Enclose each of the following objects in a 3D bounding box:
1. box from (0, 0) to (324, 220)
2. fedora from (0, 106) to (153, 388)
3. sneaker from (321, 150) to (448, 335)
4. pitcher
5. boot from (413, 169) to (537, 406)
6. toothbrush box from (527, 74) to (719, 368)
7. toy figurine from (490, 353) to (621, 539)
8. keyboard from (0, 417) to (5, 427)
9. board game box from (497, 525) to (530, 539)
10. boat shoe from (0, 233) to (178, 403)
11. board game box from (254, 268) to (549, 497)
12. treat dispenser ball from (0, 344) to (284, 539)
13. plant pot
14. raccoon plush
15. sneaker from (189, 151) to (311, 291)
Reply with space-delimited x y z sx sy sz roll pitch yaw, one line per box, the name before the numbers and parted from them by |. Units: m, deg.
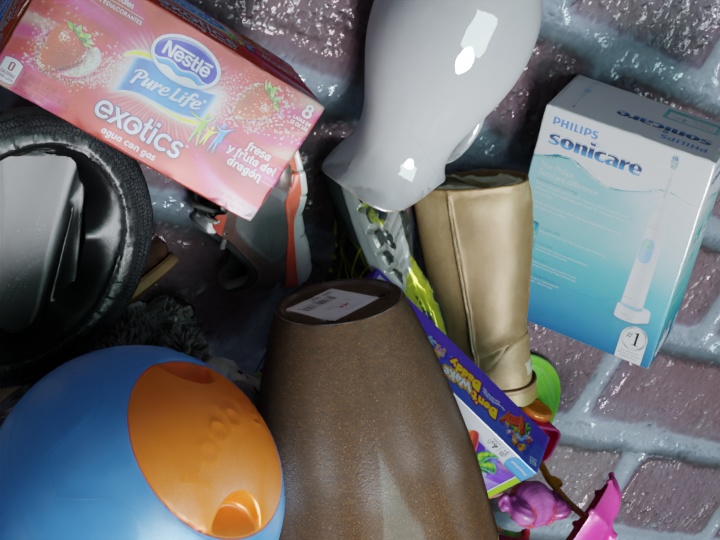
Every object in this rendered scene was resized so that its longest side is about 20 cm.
box | -0.136 -0.129 1.019 0.200 0.100 0.096 29 102 -25
fedora | -0.240 -0.024 1.060 0.200 0.092 0.201 -13 119 -24
sneaker | 0.000 0.000 1.252 0.084 0.074 0.200 -12 112 25
pitcher | 0.068 -0.157 1.178 0.171 0.121 0.200 -26 144 -55
boot | 0.064 0.018 1.322 0.175 0.066 0.200 -5 113 6
toothbrush box | 0.211 -0.042 1.313 0.085 0.146 0.200 -44 150 -54
toy figurine | 0.150 0.184 1.422 0.200 0.184 0.150 7 117 -37
keyboard | -0.252 0.123 1.156 0.200 0.056 0.011 10 102 -19
board game box | 0.107 0.246 1.490 0.200 0.158 0.039 25 70 -43
boat shoe | -0.227 0.029 1.134 0.200 0.070 0.070 -37 95 -14
board game box | 0.033 0.107 1.253 0.200 0.045 0.134 44 130 -14
treat dispenser ball | -0.151 0.151 1.052 0.200 0.201 0.201 -18 130 -23
plant pot | -0.003 0.115 1.142 0.187 0.187 0.201 -17 110 -23
raccoon plush | -0.168 0.109 1.182 0.200 0.134 0.097 -24 136 -14
sneaker | -0.087 -0.057 1.163 0.082 0.077 0.200 -17 128 -13
